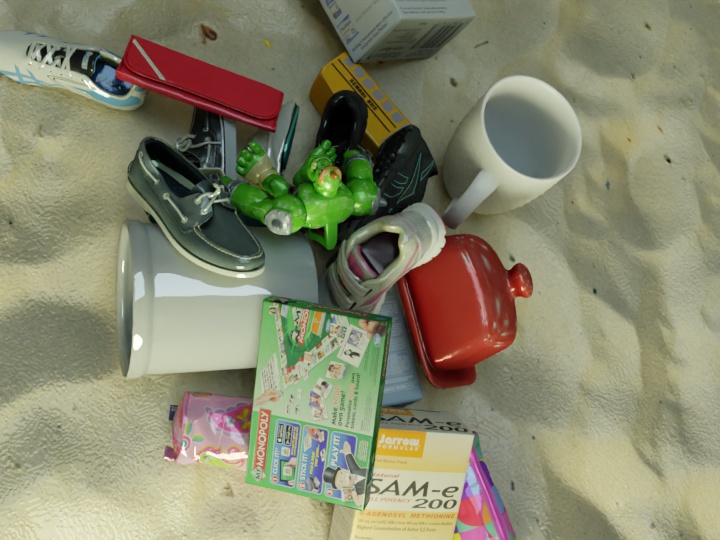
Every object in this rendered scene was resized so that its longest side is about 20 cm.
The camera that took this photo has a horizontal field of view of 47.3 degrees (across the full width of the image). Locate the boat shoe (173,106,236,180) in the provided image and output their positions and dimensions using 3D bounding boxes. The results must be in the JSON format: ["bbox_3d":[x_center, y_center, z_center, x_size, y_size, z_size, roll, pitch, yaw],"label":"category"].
[{"bbox_3d":[-0.198,-0.141,1.021,0.068,0.073,0.201,3,80,-34],"label":"boat shoe"}]

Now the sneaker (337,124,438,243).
[{"bbox_3d":[0.040,-0.095,1.015,0.079,0.075,0.201,49,55,-22],"label":"sneaker"}]

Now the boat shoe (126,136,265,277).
[{"bbox_3d":[-0.171,-0.067,0.853,0.200,0.062,0.073,40,38,23],"label":"boat shoe"}]

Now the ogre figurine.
[{"bbox_3d":[-0.056,-0.089,0.914,0.199,0.099,0.120,4,28,-40],"label":"ogre figurine"}]

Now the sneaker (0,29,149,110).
[{"bbox_3d":[-0.355,-0.253,1.001,0.198,0.072,0.073,14,69,-14],"label":"sneaker"}]

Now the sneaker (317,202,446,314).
[{"bbox_3d":[0.000,0.000,0.911,0.082,0.200,0.088,50,22,17],"label":"sneaker"}]

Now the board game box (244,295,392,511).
[{"bbox_3d":[-0.045,0.136,0.853,0.133,0.029,0.202,10,101,14],"label":"board game box"}]

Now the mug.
[{"bbox_3d":[0.174,-0.135,1.099,0.147,0.175,0.200,40,64,-3],"label":"mug"}]

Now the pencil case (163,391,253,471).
[{"bbox_3d":[-0.118,0.191,0.936,0.198,0.087,0.088,11,69,-16],"label":"pencil case"}]

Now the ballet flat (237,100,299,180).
[{"bbox_3d":[-0.122,-0.133,1.054,0.069,0.069,0.202,13,72,-16],"label":"ballet flat"}]

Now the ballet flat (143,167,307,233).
[{"bbox_3d":[-0.155,-0.085,0.969,0.198,0.068,0.073,4,65,-20],"label":"ballet flat"}]

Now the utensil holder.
[{"bbox_3d":[-0.165,0.030,0.925,0.198,0.170,0.172,-1,73,-23],"label":"utensil holder"}]

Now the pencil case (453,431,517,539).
[{"bbox_3d":[0.142,0.298,0.993,0.088,0.088,0.201,-20,79,-25],"label":"pencil case"}]

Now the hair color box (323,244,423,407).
[{"bbox_3d":[0.012,0.072,1.011,0.060,0.099,0.202,-7,75,-21],"label":"hair color box"}]

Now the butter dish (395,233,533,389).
[{"bbox_3d":[0.138,0.031,1.004,0.199,0.147,0.202,11,63,-65],"label":"butter dish"}]

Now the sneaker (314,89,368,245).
[{"bbox_3d":[-0.036,-0.130,1.040,0.075,0.091,0.202,5,97,4],"label":"sneaker"}]

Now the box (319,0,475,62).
[{"bbox_3d":[0.033,-0.405,1.149,0.183,0.105,0.201,-20,80,-47],"label":"box"}]

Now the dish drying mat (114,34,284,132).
[{"bbox_3d":[-0.192,-0.229,1.008,0.198,0.018,0.077,17,49,-13],"label":"dish drying mat"}]

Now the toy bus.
[{"bbox_3d":[0.015,-0.194,1.122,0.078,0.065,0.200,-40,89,-28],"label":"toy bus"}]

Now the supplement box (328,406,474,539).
[{"bbox_3d":[0.041,0.260,0.925,0.125,0.074,0.202,7,100,-17],"label":"supplement box"}]
